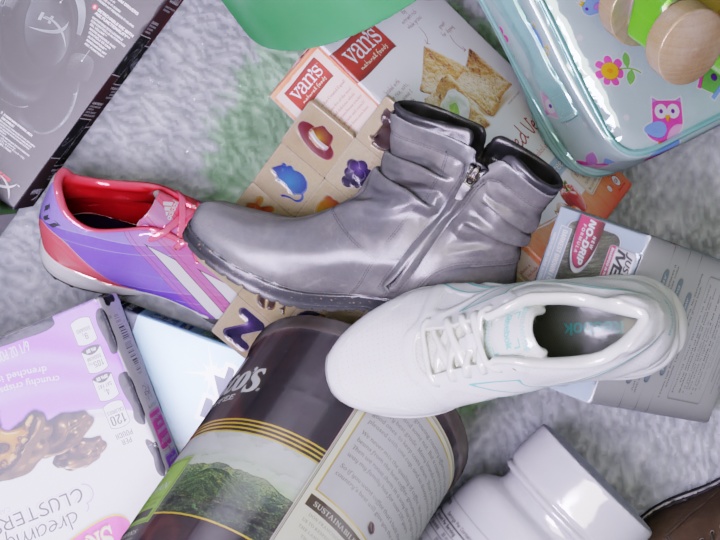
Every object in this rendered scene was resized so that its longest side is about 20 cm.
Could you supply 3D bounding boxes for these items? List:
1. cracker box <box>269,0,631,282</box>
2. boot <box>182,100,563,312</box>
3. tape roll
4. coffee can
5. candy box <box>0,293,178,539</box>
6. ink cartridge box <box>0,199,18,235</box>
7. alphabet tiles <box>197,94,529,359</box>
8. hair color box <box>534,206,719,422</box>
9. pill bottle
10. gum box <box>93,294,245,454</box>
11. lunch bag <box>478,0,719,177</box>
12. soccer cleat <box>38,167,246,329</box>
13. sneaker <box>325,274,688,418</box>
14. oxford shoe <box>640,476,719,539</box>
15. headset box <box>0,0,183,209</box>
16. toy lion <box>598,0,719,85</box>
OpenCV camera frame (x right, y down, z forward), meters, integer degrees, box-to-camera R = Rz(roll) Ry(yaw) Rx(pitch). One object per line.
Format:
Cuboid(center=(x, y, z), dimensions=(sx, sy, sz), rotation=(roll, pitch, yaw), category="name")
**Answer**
Cuboid(center=(0.057, -0.078, 1.393), dimensions=(0.200, 0.134, 0.058), rotation=(43, 127, -1), category="cracker box")
Cuboid(center=(0.007, -0.040, 1.312), dimensions=(0.199, 0.070, 0.132), rotation=(17, 115, 1), category="boot")
Cuboid(center=(0.001, -0.214, 1.360), dimensions=(0.200, 0.201, 0.048), rotation=(-37, 122, 3), category="tape roll")
Cuboid(center=(-0.046, 0.147, 1.314), dimensions=(0.146, 0.147, 0.200), rotation=(35, 54, -1), category="coffee can")
Cuboid(center=(-0.192, 0.137, 1.401), dimensions=(0.167, 0.072, 0.201), rotation=(-22, 91, 3), category="candy box")
Cuboid(center=(-0.318, -0.064, 1.401), dimensions=(0.200, 0.145, 0.084), rotation=(37, 93, -1), category="ink cartridge box")
Cuboid(center=(0.000, 0.000, 1.366), dimensions=(0.166, 0.006, 0.200), rotation=(39, 120, 2), category="alphabet tiles")
Cuboid(center=(0.164, 0.029, 1.364), dimensions=(0.060, 0.200, 0.100), rotation=(21, 93, 28), category="hair color box")
Cuboid(center=(0.076, 0.198, 1.420), dimensions=(0.113, 0.113, 0.200), rotation=(45, 93, -1), category="pill bottle")
Cuboid(center=(-0.098, 0.128, 1.455), dimensions=(0.199, 0.045, 0.171), rotation=(19, 94, 0), category="gum box")
Cuboid(center=(0.150, -0.166, 1.393), dimensions=(0.160, 0.077, 0.201), rotation=(-27, 91, -23), category="lunch bag")
Cuboid(center=(-0.101, -0.014, 1.426), dimensions=(0.198, 0.073, 0.069), rotation=(12, 51, 3), category="soccer cleat")
Cuboid(center=(0.071, 0.035, 1.241), dimensions=(0.199, 0.080, 0.071), rotation=(-11, 84, 15), category="sneaker")
Cuboid(center=(0.216, 0.171, 1.431), dimensions=(0.200, 0.084, 0.073), rotation=(-41, 93, 5), category="oxford shoe")
Cuboid(center=(-0.207, -0.162, 1.428), dimensions=(0.148, 0.077, 0.201), rotation=(36, 92, -1), category="headset box")
Cuboid(center=(0.239, -0.187, 1.312), dimensions=(0.190, 0.069, 0.201), rotation=(-7, 123, -30), category="toy lion")
